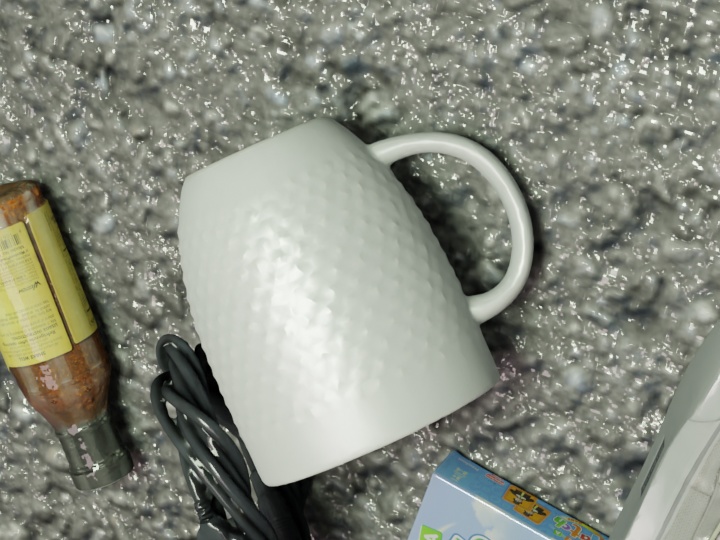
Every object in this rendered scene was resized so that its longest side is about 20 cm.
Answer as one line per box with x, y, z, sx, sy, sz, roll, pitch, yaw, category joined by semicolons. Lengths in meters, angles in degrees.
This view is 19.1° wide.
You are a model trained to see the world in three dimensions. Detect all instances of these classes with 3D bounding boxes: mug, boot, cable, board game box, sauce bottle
0.000;0.000;1.196;0.200;0.148;0.176;-24;92;4;mug
0.211;0.110;1.172;0.095;0.074;0.200;21;121;0;boot
-0.066;0.121;1.266;0.051;0.163;0.200;-21;103;14;cable
0.113;0.219;1.285;0.200;0.037;0.151;28;123;15;board game box
-0.199;0.044;1.355;0.066;0.066;0.200;-10;105;31;sauce bottle
